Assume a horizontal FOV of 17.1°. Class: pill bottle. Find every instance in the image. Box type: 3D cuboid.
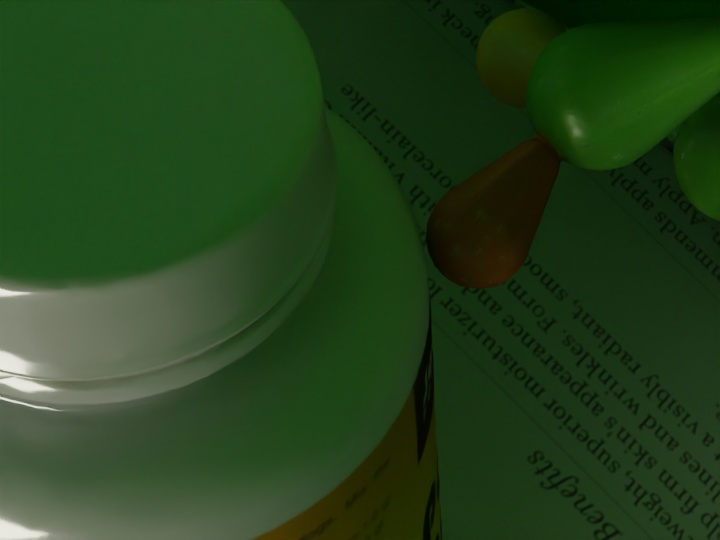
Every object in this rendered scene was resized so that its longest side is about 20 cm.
[{"bbox_3d":[-0.039,0.036,0.458,0.109,0.109,0.200,38,152,29],"label":"pill bottle"}]

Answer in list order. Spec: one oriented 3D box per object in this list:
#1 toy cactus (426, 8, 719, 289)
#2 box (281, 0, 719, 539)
[{"bbox_3d":[0.095,-0.026,0.391,0.165,0.102,0.200,33,157,10],"label":"toy cactus"},{"bbox_3d":[0.014,0.048,0.652,0.199,0.131,0.200,44,151,6],"label":"box"}]
